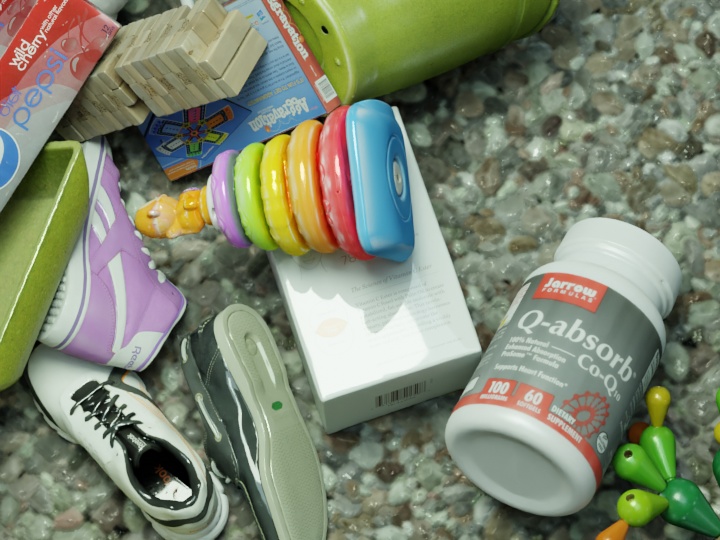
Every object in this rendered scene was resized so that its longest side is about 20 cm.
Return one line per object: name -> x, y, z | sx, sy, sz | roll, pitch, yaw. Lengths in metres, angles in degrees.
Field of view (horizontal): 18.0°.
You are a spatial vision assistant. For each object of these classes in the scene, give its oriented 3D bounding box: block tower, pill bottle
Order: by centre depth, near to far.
pill bottle -> 0.150, 0.066, 1.633 | 0.115, 0.116, 0.200 | 25, 59, 9
block tower -> -0.157, -0.145, 1.647 | 0.054, 0.199, 0.058 | 48, 53, -27

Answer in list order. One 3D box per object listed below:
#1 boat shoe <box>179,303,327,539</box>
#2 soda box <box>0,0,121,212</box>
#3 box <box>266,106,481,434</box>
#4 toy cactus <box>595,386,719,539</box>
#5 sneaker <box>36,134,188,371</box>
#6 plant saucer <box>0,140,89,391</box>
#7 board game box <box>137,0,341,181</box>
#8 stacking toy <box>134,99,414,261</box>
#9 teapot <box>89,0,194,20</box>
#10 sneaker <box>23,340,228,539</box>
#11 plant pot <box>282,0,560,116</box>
boat shoe -> -0.079, 0.129, 1.666 | 0.067, 0.072, 0.201 | -27, 77, 30
soda box -> -0.261, -0.117, 1.635 | 0.200, 0.070, 0.063 | -57, 34, 1
box -> 0.000, 0.000, 1.680 | 0.124, 0.098, 0.201 | -17, 73, -4
toy cactus -> 0.241, 0.183, 1.631 | 0.165, 0.102, 0.200 | 35, 72, -8
sneaker -> -0.185, -0.010, 1.713 | 0.114, 0.073, 0.201 | 21, 50, -27
plant saucer -> -0.280, 0.007, 1.666 | 0.199, 0.048, 0.201 | 0, 64, 48
board game box -> -0.105, -0.136, 1.671 | 0.019, 0.200, 0.103 | -38, 103, -40
stacking toy -> -0.067, -0.051, 1.606 | 0.199, 0.116, 0.110 | -8, 85, 16
teapot -> -0.255, -0.229, 1.740 | 0.199, 0.197, 0.147 | 26, 111, 30
sneaker -> -0.172, 0.114, 1.656 | 0.200, 0.080, 0.074 | 42, 79, 15
plant pot -> 0.012, -0.214, 1.672 | 0.193, 0.201, 0.200 | -37, 74, -29
